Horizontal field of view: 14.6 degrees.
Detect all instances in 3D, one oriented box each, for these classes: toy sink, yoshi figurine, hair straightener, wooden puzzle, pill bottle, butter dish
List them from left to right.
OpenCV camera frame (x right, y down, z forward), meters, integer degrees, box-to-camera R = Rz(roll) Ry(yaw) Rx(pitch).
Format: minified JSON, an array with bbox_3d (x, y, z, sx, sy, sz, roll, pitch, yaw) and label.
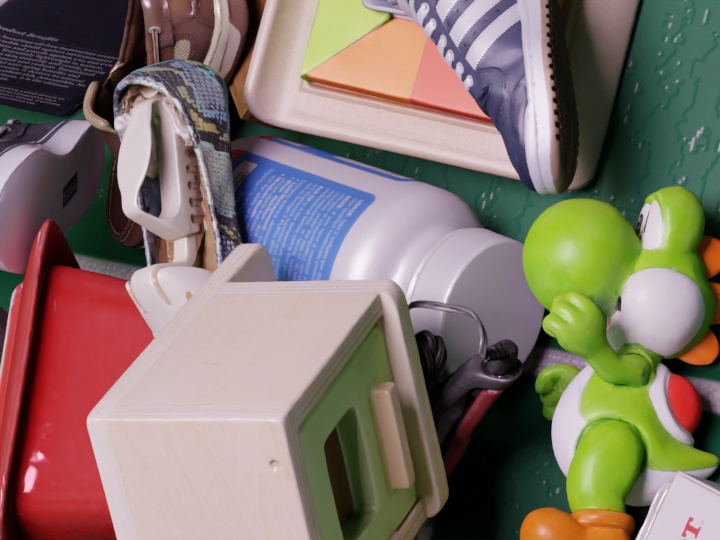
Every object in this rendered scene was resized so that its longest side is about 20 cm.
[{"bbox_3d":[-0.121,0.095,1.574,0.147,0.200,0.201,3,67,7],"label":"butter dish"},{"bbox_3d":[-0.032,0.082,1.379,0.111,0.200,0.131,-2,114,23],"label":"toy sink"},{"bbox_3d":[0.000,0.000,1.521,0.199,0.112,0.113,20,90,43],"label":"pill bottle"},{"bbox_3d":[0.026,0.070,1.438,0.041,0.077,0.200,-63,2,-29],"label":"hair straightener"},{"bbox_3d":[0.049,-0.152,1.517,0.199,0.037,0.186,14,85,15],"label":"wooden puzzle"},{"bbox_3d":[0.113,0.049,1.415,0.112,0.112,0.201,5,77,48],"label":"yoshi figurine"}]

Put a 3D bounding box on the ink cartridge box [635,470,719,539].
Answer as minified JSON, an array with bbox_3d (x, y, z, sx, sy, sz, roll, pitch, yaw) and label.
[{"bbox_3d":[0.209,0.201,1.294,0.200,0.083,0.147,27,95,39],"label":"ink cartridge box"}]

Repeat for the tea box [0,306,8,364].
[{"bbox_3d":[-0.262,0.125,1.629,0.133,0.200,0.198,-4,73,7],"label":"tea box"}]

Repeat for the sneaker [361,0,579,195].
[{"bbox_3d":[0.049,-0.125,1.459,0.108,0.070,0.201,-12,71,10],"label":"sneaker"}]

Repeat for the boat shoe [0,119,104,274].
[{"bbox_3d":[-0.203,-0.049,1.607,0.067,0.200,0.072,6,108,8],"label":"boat shoe"}]

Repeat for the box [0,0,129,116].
[{"bbox_3d":[-0.185,-0.229,1.711,0.198,0.123,0.201,-29,58,50],"label":"box"}]

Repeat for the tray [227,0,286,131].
[{"bbox_3d":[-0.059,-0.188,1.650,0.099,0.037,0.201,-53,42,31],"label":"tray"}]

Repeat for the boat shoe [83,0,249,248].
[{"bbox_3d":[-0.129,-0.096,1.641,0.075,0.074,0.203,62,143,41],"label":"boat shoe"}]

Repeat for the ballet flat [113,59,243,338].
[{"bbox_3d":[-0.099,-0.014,1.493,0.074,0.074,0.201,-19,75,36],"label":"ballet flat"}]
